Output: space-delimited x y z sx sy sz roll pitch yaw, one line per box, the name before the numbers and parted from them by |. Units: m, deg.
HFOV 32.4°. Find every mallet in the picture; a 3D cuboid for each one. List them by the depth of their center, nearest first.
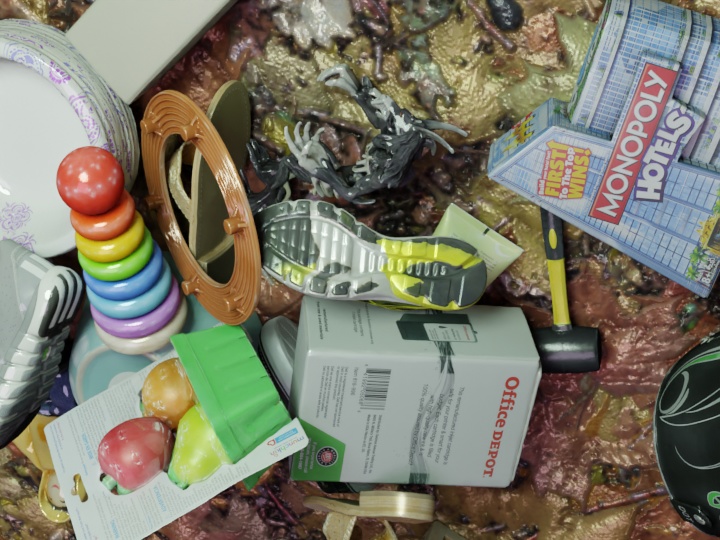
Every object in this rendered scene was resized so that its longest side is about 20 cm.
mallet | 0.157 -0.003 1.053 0.065 0.041 0.202 -10 109 18

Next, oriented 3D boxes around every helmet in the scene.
helmet | 0.349 0.122 0.975 0.190 0.200 0.201 -24 108 44

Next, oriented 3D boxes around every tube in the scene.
tube | 0.057 0.034 1.098 0.201 0.058 0.052 -54 54 28

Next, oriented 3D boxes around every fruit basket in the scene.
fruit basket | -0.157 0.140 1.032 0.199 0.185 0.094 -34 129 -4

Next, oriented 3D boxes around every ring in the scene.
ring | -0.139 -0.048 1.022 0.200 0.019 0.202 42 143 42

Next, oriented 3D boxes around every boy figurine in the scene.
boy figurine | -0.317 0.168 1.275 0.123 0.065 0.202 7 117 13

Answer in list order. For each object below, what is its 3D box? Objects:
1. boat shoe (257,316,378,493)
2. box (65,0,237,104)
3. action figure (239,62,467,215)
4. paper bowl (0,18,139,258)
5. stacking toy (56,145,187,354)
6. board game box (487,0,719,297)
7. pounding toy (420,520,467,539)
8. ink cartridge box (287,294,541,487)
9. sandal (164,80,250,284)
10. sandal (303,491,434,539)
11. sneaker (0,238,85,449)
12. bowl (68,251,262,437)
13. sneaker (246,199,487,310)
boat shoe | -0.053 0.138 1.168 0.070 0.072 0.201 -21 111 21
box | -0.145 -0.232 1.010 0.199 0.068 0.082 -36 101 30
action figure | -0.018 -0.102 1.011 0.198 0.119 0.103 -18 116 31
paper bowl | -0.291 -0.121 1.093 0.198 0.105 0.203 8 118 15
stacking toy | -0.203 -0.022 1.034 0.084 0.086 0.201 8 140 14
board game box | 0.207 -0.102 0.954 0.198 0.062 0.202 15 120 0
pounding toy | 0.084 0.338 1.162 0.199 0.184 0.143 32 121 0
ink cartridge box | 0.042 0.106 1.066 0.197 0.083 0.148 4 124 -9
sandal | -0.147 -0.072 1.092 0.069 0.078 0.214 20 123 24
sandal | 0.000 0.240 1.114 0.077 0.071 0.211 11 164 -22
sneaker | -0.326 0.059 1.103 0.115 0.075 0.201 33 110 12
bowl | -0.196 0.093 1.174 0.198 0.105 0.203 7 117 14
sneaker | 0.000 0.000 1.010 0.198 0.085 0.075 15 76 -7
